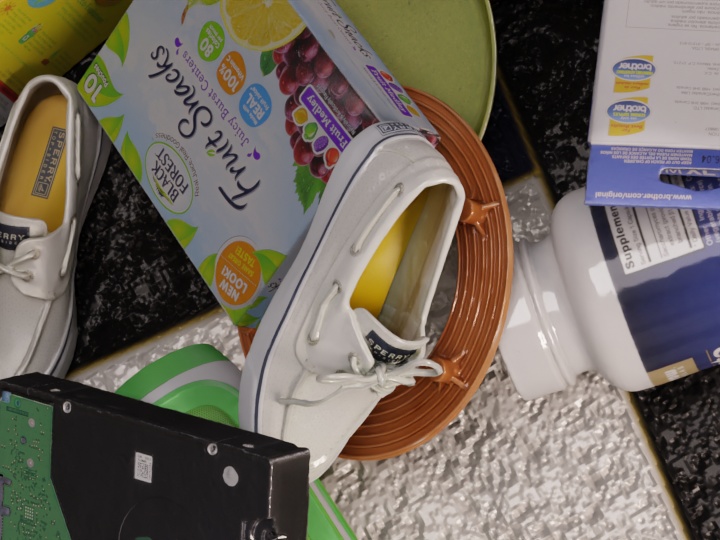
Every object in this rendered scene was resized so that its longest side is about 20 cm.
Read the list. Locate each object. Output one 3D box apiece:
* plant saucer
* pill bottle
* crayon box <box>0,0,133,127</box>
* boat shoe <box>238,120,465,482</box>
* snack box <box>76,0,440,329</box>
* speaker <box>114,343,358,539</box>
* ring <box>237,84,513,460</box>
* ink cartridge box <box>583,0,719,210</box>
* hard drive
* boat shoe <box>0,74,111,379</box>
[{"bbox_3d":[-0.004,-0.112,1.578,0.199,0.031,0.201,1,92,34],"label":"plant saucer"},{"bbox_3d":[0.166,-0.002,1.500,0.199,0.111,0.111,-20,74,9],"label":"pill bottle"},{"bbox_3d":[-0.197,-0.144,1.613,0.200,0.127,0.051,-39,72,1],"label":"crayon box"},{"bbox_3d":[0.005,0.033,1.449,0.086,0.074,0.202,43,115,48],"label":"boat shoe"},{"bbox_3d":[-0.059,-0.085,1.545,0.142,0.053,0.200,-55,50,24],"label":"snack box"},{"bbox_3d":[-0.057,0.140,1.535,0.088,0.088,0.200,-35,72,4],"label":"speaker"},{"bbox_3d":[0.000,0.000,1.527,0.200,0.019,0.201,-7,80,42],"label":"ring"},{"bbox_3d":[0.182,-0.114,1.458,0.119,0.042,0.201,3,65,14],"label":"ink cartridge box"},{"bbox_3d":[-0.113,0.140,1.503,0.200,0.038,0.140,12,104,37],"label":"hard drive"},{"bbox_3d":[-0.189,-0.013,1.609,0.071,0.070,0.201,12,80,16],"label":"boat shoe"}]
